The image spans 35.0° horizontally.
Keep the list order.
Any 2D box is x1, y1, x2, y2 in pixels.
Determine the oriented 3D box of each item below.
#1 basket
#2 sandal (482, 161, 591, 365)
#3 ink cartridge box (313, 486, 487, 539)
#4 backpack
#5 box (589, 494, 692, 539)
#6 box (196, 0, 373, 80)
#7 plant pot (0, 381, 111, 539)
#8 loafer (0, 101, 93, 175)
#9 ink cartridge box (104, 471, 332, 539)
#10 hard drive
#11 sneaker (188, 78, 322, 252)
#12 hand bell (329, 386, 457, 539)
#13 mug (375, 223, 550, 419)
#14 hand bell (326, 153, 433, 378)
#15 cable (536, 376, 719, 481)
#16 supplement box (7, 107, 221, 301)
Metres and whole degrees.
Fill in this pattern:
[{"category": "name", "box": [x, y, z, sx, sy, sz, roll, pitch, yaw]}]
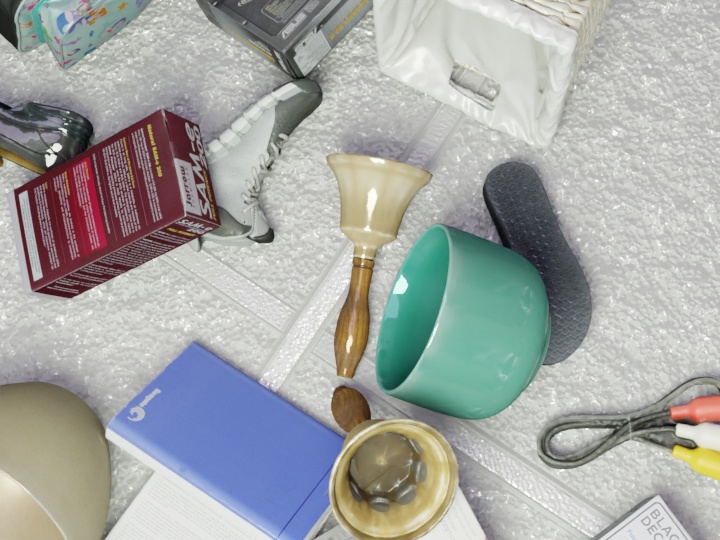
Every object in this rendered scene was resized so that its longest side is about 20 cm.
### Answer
[{"category": "basket", "box": [0.131, -0.253, 1.069, 0.197, 0.200, 0.162, 27, 72, 12]}, {"category": "sandal", "box": [0.167, -0.006, 1.076, 0.075, 0.043, 0.202, -8, 68, -6]}, {"category": "ink cartridge box", "box": [0.017, 0.271, 0.971, 0.199, 0.067, 0.117, -30, 101, -4]}, {"category": "backpack", "box": [-0.279, -0.310, 1.131, 0.150, 0.177, 0.200, 44, 76, -8]}, {"category": "box", "box": [0.207, 0.296, 0.972, 0.199, 0.060, 0.117, -34, 74, -5]}, {"category": "box", "box": [-0.050, -0.303, 1.146, 0.200, 0.048, 0.158, -47, 54, -9]}, {"category": "plant pot", "box": [-0.297, 0.177, 1.002, 0.198, 0.202, 0.135, 21, 41, 11]}, {"category": "loafer", "box": [-0.371, -0.134, 1.143, 0.197, 0.073, 0.073, 10, 80, 9]}, {"category": "ink cartridge box", "box": [-0.137, 0.252, 1.030, 0.160, 0.050, 0.201, 31, 68, 13]}, {"category": "hard drive", "box": [-0.109, 0.156, 1.023, 0.199, 0.026, 0.132, 31, 43, 12]}, {"category": "sneaker", "box": [-0.098, -0.088, 1.110, 0.199, 0.075, 0.116, -36, 79, 5]}, {"category": "hand bell", "box": [0.003, 0.139, 0.972, 0.103, 0.200, 0.106, -4, 106, -13]}, {"category": "mug", "box": [0.094, 0.038, 0.992, 0.113, 0.152, 0.186, 19, 45, -14]}, {"category": "hand bell", "box": [0.000, 0.000, 1.074, 0.103, 0.104, 0.203, 10, 87, 8]}, {"category": "cable", "box": [0.258, 0.136, 1.017, 0.197, 0.050, 0.098, 4, 74, 5]}, {"category": "supplement box", "box": [-0.235, -0.058, 1.075, 0.198, 0.061, 0.110, -23, 72, 24]}]
